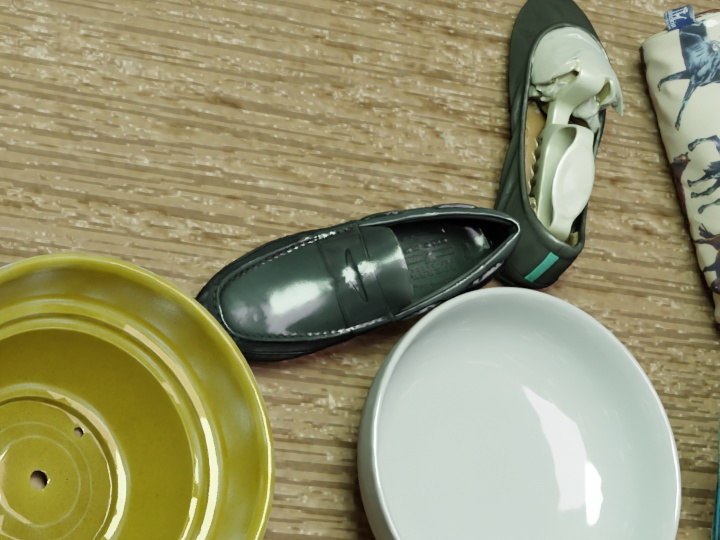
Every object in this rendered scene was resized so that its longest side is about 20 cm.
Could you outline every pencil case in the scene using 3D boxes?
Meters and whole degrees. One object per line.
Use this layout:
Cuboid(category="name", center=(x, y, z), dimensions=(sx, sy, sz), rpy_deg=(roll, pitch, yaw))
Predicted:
Cuboid(category="pencil case", center=(0.232, -0.064, 1.567), dimensions=(0.078, 0.089, 0.200), rpy_deg=(-9, 79, -31))

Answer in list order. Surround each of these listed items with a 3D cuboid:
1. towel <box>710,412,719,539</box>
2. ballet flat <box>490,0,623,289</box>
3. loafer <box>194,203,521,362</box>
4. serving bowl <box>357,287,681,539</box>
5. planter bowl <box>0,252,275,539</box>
Cuboid(category="towel", center=(0.269, 0.069, 1.525), dimensions=(0.022, 0.147, 0.200), rpy_deg=(26, 52, 28))
Cuboid(category="ballet flat", center=(0.122, -0.084, 1.523), dimensions=(0.068, 0.068, 0.200), rpy_deg=(17, 65, -23))
Cuboid(category="loafer", center=(0.000, 0.000, 1.424), dimensions=(0.200, 0.070, 0.068), rpy_deg=(-16, 81, -33))
Cuboid(category="serving bowl", center=(0.079, 0.113, 1.433), dimensions=(0.200, 0.066, 0.201), rpy_deg=(9, 70, -26))
Cuboid(category="planter bowl", center=(-0.150, 0.098, 1.298), dimensions=(0.200, 0.083, 0.201), rpy_deg=(9, 70, -27))
